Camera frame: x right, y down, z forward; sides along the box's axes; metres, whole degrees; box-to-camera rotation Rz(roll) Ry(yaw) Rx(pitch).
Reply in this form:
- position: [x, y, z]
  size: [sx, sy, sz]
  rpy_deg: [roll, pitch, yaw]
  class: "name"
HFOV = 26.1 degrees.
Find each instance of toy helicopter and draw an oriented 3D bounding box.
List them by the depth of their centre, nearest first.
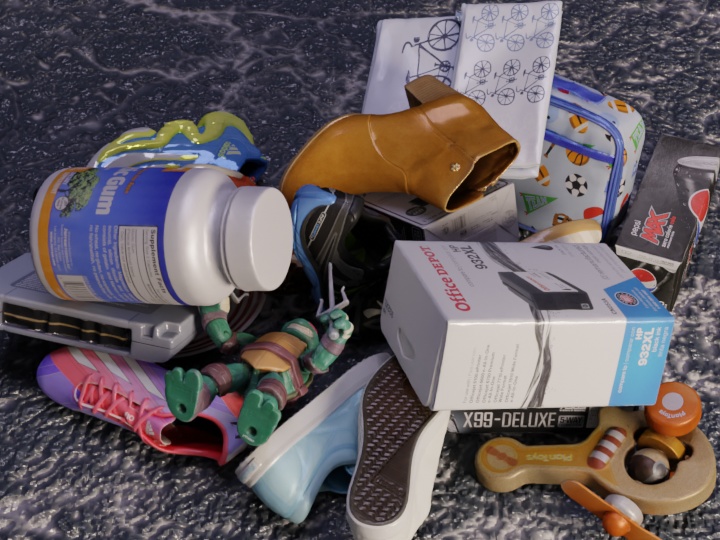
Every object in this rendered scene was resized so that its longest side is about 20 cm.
- position: [0.192, 0.168, 1.276]
  size: [0.197, 0.079, 0.133]
  rpy_deg: [-2, 49, 12]
  class: "toy helicopter"

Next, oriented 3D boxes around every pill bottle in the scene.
- position: [-0.160, -0.028, 1.270]
  size: [0.197, 0.113, 0.113]
  rpy_deg: [1, 38, 22]
  class: "pill bottle"

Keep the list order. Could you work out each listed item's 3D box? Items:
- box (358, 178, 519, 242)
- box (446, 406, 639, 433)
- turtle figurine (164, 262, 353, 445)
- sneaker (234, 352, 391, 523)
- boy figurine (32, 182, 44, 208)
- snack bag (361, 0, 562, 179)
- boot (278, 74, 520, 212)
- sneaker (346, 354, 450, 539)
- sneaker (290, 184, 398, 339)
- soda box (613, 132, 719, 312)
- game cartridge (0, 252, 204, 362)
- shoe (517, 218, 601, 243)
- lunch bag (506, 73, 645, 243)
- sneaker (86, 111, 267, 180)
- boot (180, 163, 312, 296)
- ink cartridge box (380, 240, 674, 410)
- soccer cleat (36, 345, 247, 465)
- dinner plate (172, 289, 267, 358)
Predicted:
- position: [0.045, -0.061, 1.486]
  size: [0.116, 0.061, 0.199]
  rpy_deg: [-27, 32, -29]
  class: "box"
- position: [0.139, 0.074, 1.382]
  size: [0.197, 0.050, 0.159]
  rpy_deg: [1, 41, -1]
  class: "box"
- position: [-0.074, 0.067, 1.275]
  size: [0.148, 0.102, 0.200]
  rpy_deg: [-1, 24, 23]
  class: "turtle figurine"
- position: [-0.019, 0.144, 1.294]
  size: [0.082, 0.074, 0.200]
  rpy_deg: [49, 47, 5]
  class: "sneaker"
- position: [-0.198, -0.036, 1.418]
  size: [0.197, 0.065, 0.124]
  rpy_deg: [6, -6, -17]
  class: "boy figurine"
- position: [0.089, -0.174, 1.487]
  size: [0.198, 0.021, 0.191]
  rpy_deg: [2, 65, 22]
  class: "snack bag"
- position: [0.034, -0.090, 1.405]
  size: [0.200, 0.071, 0.144]
  rpy_deg: [-36, 47, -7]
  class: "boot"
- position: [0.029, 0.151, 1.258]
  size: [0.072, 0.085, 0.201]
  rpy_deg: [9, 46, 15]
  class: "sneaker"
- position: [0.000, -0.001, 1.359]
  size: [0.082, 0.200, 0.071]
  rpy_deg: [4, 57, 23]
  class: "sneaker"
- position: [0.301, -0.051, 1.525]
  size: [0.070, 0.064, 0.201]
  rpy_deg: [15, 43, 15]
  class: "soda box"
- position: [-0.229, 0.029, 1.358]
  size: [0.197, 0.041, 0.133]
  rpy_deg: [11, 23, 15]
  class: "game cartridge"
- position: [0.139, 0.002, 1.392]
  size: [0.198, 0.070, 0.054]
  rpy_deg: [-19, 86, -28]
  class: "shoe"
- position: [0.175, -0.122, 1.524]
  size: [0.198, 0.162, 0.075]
  rpy_deg: [25, 40, 25]
  class: "lunch bag"
- position: [-0.177, -0.098, 1.547]
  size: [0.199, 0.076, 0.105]
  rpy_deg: [-28, 50, -32]
  class: "sneaker"
- position: [-0.087, -0.038, 1.411]
  size: [0.199, 0.075, 0.109]
  rpy_deg: [14, 58, -45]
  class: "boot"
- position: [0.132, 0.042, 1.270]
  size: [0.197, 0.085, 0.145]
  rpy_deg: [0, 27, -18]
  class: "ink cartridge box"
- position: [-0.185, 0.113, 1.307]
  size: [0.198, 0.067, 0.077]
  rpy_deg: [15, 27, 7]
  class: "soccer cleat"
- position: [-0.185, 0.019, 1.452]
  size: [0.197, 0.024, 0.201]
  rpy_deg: [1, 41, -1]
  class: "dinner plate"
